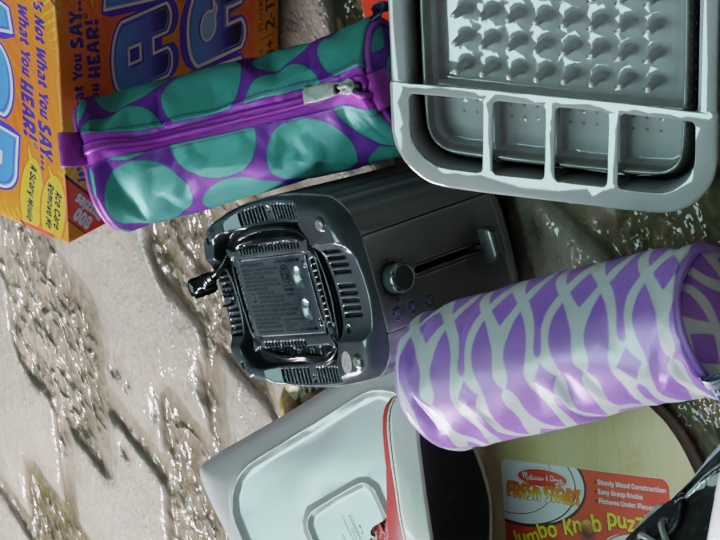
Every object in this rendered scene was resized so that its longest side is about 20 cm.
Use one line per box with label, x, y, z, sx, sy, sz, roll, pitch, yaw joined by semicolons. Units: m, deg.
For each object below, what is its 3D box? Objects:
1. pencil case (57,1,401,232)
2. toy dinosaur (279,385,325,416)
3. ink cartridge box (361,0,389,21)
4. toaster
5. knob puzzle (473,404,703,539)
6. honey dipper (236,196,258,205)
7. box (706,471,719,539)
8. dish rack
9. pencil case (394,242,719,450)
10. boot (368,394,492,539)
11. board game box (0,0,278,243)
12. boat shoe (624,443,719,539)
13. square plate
pencil case;-0.062;-0.083;1.213;0.199;0.092;0.085;-15;82;19
toy dinosaur;-0.037;0.087;1.453;0.101;0.058;0.200;-124;31;-52
ink cartridge box;0.033;-0.196;1.175;0.200;0.047;0.161;4;110;55
toaster;0.000;0.000;1.254;0.200;0.129;0.114;-8;98;58
knob puzzle;0.135;0.138;1.205;0.219;0.030;0.220;12;106;46
honey dipper;-0.058;-0.029;1.426;0.200;0.038;0.038;40;138;44
box;0.226;0.177;1.002;0.101;0.112;0.200;38;137;40
dish rack;0.098;-0.134;1.056;0.171;0.044;0.201;8;117;23
pencil case;0.112;0.042;1.101;0.200;0.085;0.084;-12;53;40
boot;0.007;0.170;1.261;0.144;0.072;0.201;-6;96;37
board game box;-0.189;-0.170;1.353;0.200;0.200;0.200;22;126;32
boat shoe;0.170;0.151;1.094;0.072;0.071;0.200;50;130;29
square plate;0.002;0.167;1.334;0.198;0.028;0.200;-33;71;24
